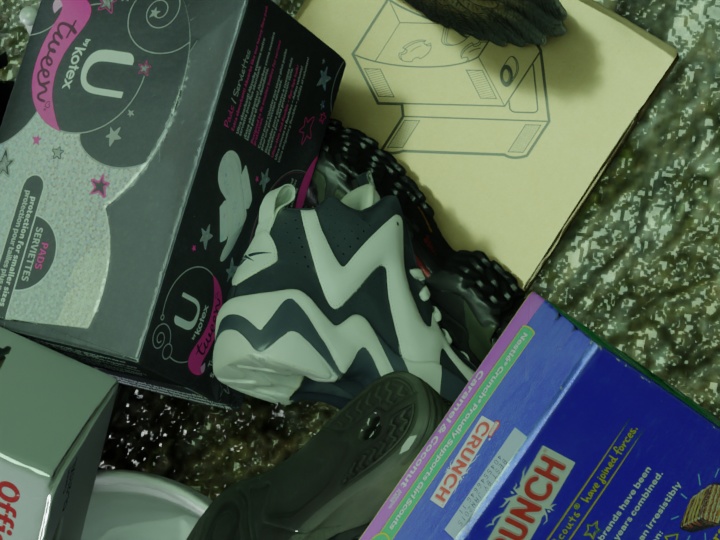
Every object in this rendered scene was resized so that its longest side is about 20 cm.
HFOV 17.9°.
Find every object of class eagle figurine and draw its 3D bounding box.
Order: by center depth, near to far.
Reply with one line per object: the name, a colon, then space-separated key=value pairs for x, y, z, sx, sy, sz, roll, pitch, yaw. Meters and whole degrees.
eagle figurine: x=0.021 y=-0.207 z=1.211 sx=0.151 sy=0.152 sz=0.200 roll=-35 pitch=75 yaw=51

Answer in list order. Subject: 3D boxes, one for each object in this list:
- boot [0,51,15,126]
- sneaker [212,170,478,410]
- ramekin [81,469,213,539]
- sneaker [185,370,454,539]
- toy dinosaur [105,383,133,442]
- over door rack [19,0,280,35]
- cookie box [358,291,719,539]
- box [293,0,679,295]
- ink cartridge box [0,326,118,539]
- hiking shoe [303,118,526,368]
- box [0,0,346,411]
boot: x=-0.227 y=-0.034 z=1.280 sx=0.073 sy=0.162 sz=0.199 roll=-1 pitch=83 yaw=14
sneaker: x=0.019 y=0.018 z=1.185 sx=0.199 sy=0.079 sz=0.130 roll=19 pitch=67 yaw=-26
ramekin: x=-0.126 y=0.211 z=1.258 sx=0.200 sy=0.105 sz=0.201 roll=-2 pitch=83 yaw=13
sneaker: x=-0.003 y=0.135 z=1.150 sx=0.199 sy=0.114 sz=0.076 roll=-39 pitch=39 yaw=27
toy dinosaur: x=-0.142 y=0.037 z=1.292 sx=0.047 sy=0.088 sz=0.200 roll=27 pitch=65 yaw=-21
over door rack: x=-0.101 y=-0.215 z=1.310 sx=0.148 sy=0.067 sz=0.200 roll=16 pitch=82 yaw=16
cookie box: x=0.116 y=0.135 z=1.082 sx=0.200 sy=0.075 sz=0.171 roll=34 pitch=92 yaw=-30
box: x=0.053 y=-0.106 z=1.294 sx=0.200 sy=0.021 sz=0.164 roll=34 pitch=94 yaw=15
ink cartridge box: x=-0.235 y=0.089 z=1.154 sx=0.200 sy=0.083 sz=0.146 roll=23 pitch=130 yaw=6
hiking shoe: x=0.000 y=0.000 z=1.260 sx=0.200 sy=0.076 sz=0.101 roll=45 pitch=114 yaw=8
box: x=-0.113 y=-0.046 z=1.190 sx=0.132 sy=0.115 sz=0.200 roll=12 pitch=79 yaw=28
